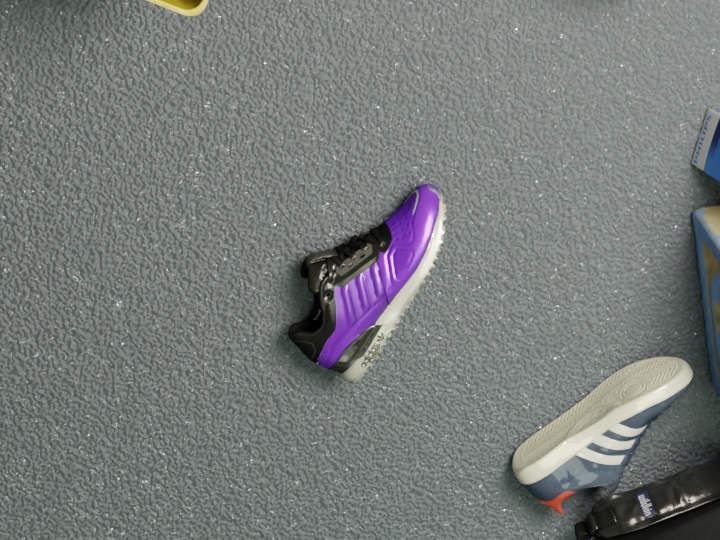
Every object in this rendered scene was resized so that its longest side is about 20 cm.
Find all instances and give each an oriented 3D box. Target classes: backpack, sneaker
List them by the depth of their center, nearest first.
[{"bbox_3d":[0.000,0.000,1.471,0.099,0.070,0.201,27,100,-15],"label":"sneaker"},{"bbox_3d":[0.345,0.285,1.572,0.190,0.200,0.154,-37,141,-5],"label":"backpack"},{"bbox_3d":[0.249,0.164,1.572,0.200,0.075,0.085,-34,109,12],"label":"sneaker"}]

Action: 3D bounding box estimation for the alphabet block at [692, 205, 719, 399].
[{"bbox_3d":[0.432,0.043,1.487,0.199,0.195,0.197,-10,111,2],"label":"alphabet block"}]

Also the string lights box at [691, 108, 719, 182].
[{"bbox_3d":[0.386,-0.088,1.447,0.102,0.200,0.059,10,106,-14],"label":"string lights box"}]

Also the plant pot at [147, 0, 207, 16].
[{"bbox_3d":[-0.191,-0.340,1.268,0.199,0.176,0.201,19,104,-16],"label":"plant pot"}]
